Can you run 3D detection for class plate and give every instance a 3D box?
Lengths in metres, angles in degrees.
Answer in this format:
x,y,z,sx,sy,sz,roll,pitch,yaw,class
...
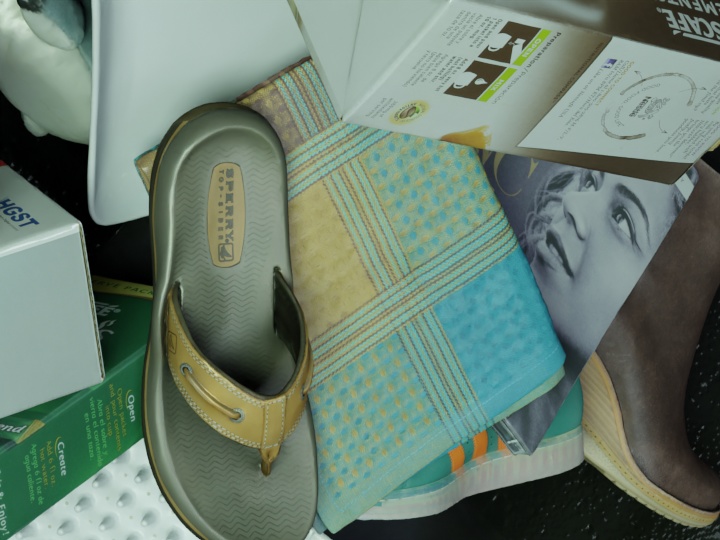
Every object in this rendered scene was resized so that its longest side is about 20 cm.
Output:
x,y,z,sx,sy,sz,roll,pitch,yaw,class
-0.034,-0.130,1.103,0.198,0.032,0.201,-18,131,-27,plate

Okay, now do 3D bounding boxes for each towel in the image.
x,y,z,sx,sy,sz,roll,pitch,yaw,class
0.000,0.000,1.146,0.146,0.022,0.201,-32,114,-13,towel

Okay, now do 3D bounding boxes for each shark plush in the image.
x,y,z,sx,sy,sz,roll,pitch,yaw,class
-0.115,-0.103,1.144,0.200,0.090,0.084,42,54,-32,shark plush

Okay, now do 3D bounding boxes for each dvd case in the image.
x,y,z,sx,sy,sz,roll,pitch,yaw,class
0.085,-0.033,1.246,0.149,0.016,0.200,52,52,-24,dvd case

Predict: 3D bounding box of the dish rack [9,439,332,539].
x,y,z,sx,sy,sz,roll,pitch,yaw,class
-0.103,0.156,1.211,0.200,0.044,0.172,38,102,2,dish rack

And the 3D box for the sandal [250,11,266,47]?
x,y,z,sx,sy,sz,roll,pitch,yaw,class
-0.063,-0.169,1.151,0.086,0.080,0.201,15,118,5,sandal

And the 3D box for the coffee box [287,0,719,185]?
x,y,z,sx,sy,sz,roll,pitch,yaw,class
0.068,-0.112,1.074,0.199,0.115,0.080,9,137,-40,coffee box

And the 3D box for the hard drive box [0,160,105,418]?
x,y,z,sx,sy,sz,roll,pitch,yaw,class
-0.230,0.018,1.062,0.199,0.156,0.077,-19,119,-26,hard drive box

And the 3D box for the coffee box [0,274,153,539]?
x,y,z,sx,sy,sz,roll,pitch,yaw,class
-0.163,0.060,1.101,0.200,0.122,0.044,-36,127,-48,coffee box

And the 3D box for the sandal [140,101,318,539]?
x,y,z,sx,sy,sz,roll,pitch,yaw,class
-0.047,0.030,1.088,0.081,0.054,0.202,-7,104,-30,sandal

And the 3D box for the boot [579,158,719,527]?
x,y,z,sx,sy,sz,roll,pitch,yaw,class
0.170,0.035,1.385,0.200,0.072,0.167,37,90,-35,boot

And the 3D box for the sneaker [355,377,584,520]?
x,y,z,sx,sy,sz,roll,pitch,yaw,class
0.035,0.070,1.259,0.199,0.071,0.081,-12,103,-47,sneaker
